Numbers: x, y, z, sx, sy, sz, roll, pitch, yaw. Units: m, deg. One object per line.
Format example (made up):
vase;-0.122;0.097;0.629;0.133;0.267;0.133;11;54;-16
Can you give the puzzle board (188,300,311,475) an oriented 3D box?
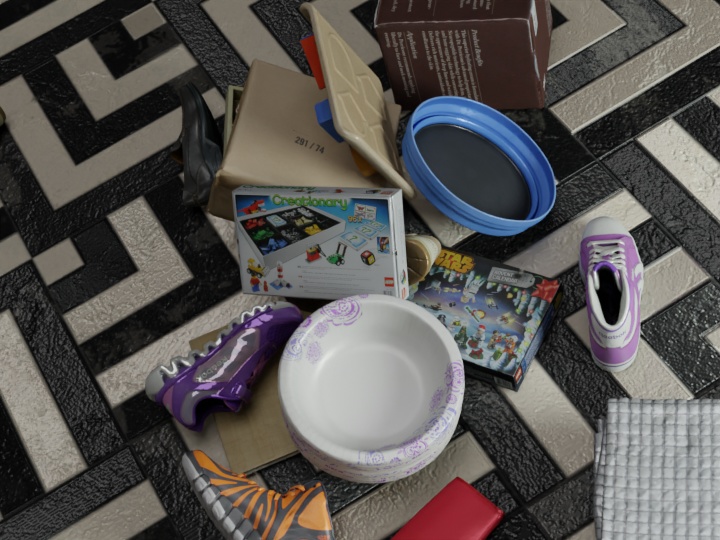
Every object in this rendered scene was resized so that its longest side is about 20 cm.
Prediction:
puzzle board;-0.105;0.134;1.556;0.150;0.017;0.200;-22;54;-3

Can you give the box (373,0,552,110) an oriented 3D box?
box;0.137;-0.319;1.719;0.200;0.166;0.164;1;55;14

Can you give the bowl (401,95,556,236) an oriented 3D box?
bowl;0.140;-0.124;1.596;0.200;0.039;0.201;18;44;-19

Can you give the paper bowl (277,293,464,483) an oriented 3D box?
paper bowl;0.012;0.134;1.456;0.200;0.104;0.201;0;63;1

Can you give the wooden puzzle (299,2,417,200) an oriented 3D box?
wooden puzzle;-0.011;-0.189;1.544;0.046;0.185;0.200;-26;61;15

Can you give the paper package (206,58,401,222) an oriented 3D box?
paper package;-0.068;-0.138;1.635;0.200;0.104;0.191;17;58;-7

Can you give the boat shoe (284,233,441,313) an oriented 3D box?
boat shoe;0.000;0.000;1.558;0.200;0.072;0.065;-16;10;27

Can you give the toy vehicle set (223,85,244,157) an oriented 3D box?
toy vehicle set;-0.113;-0.145;1.712;0.124;0.027;0.200;7;54;-14

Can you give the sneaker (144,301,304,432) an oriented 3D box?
sneaker;-0.143;0.115;1.526;0.200;0.081;0.089;-34;61;-6

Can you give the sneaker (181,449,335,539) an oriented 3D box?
sneaker;-0.101;0.251;1.444;0.112;0.078;0.200;-37;66;-17

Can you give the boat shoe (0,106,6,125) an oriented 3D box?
boat shoe;-0.606;-0.220;1.895;0.200;0.072;0.066;9;53;14

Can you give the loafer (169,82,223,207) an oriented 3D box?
loafer;-0.221;-0.168;1.764;0.072;0.073;0.200;-22;52;2

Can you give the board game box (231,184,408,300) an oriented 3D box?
board game box;-0.046;-0.031;1.510;0.200;0.127;0.035;4;19;23

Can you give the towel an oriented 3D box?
towel;0.319;0.230;1.342;0.165;0.086;0.200;-2;57;15

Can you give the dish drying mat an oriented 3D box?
dish drying mat;0.058;0.305;1.393;0.200;0.018;0.077;-43;56;-15

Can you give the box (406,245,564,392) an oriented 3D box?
box;0.118;0.047;1.545;0.200;0.040;0.137;17;61;25

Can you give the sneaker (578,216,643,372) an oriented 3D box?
sneaker;0.282;0.000;1.493;0.072;0.114;0.201;-8;53;10
